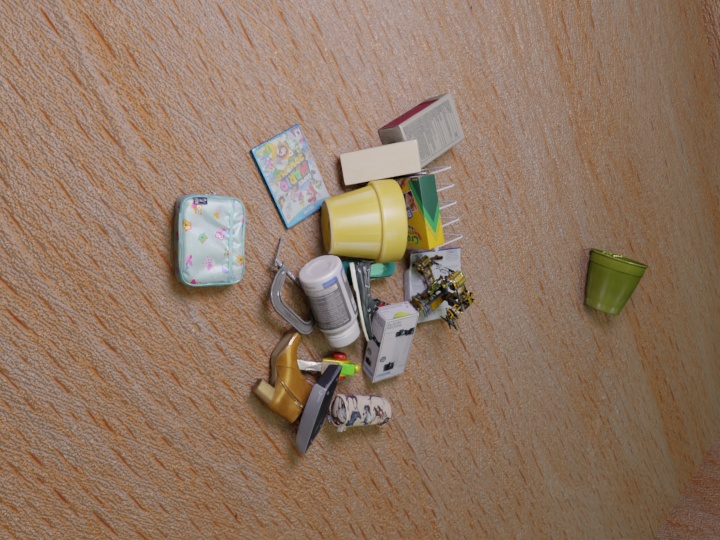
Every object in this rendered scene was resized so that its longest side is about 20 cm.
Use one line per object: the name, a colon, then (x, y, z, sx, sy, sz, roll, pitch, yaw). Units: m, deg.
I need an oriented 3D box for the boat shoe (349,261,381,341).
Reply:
boat shoe: (0.020, 0.075, 1.323, 0.063, 0.075, 0.208, -12, 96, -3)

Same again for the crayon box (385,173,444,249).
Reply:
crayon box: (0.125, -0.155, 1.366, 0.057, 0.198, 0.180, -16, 104, -27)

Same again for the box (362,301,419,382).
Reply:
box: (0.079, 0.192, 1.419, 0.113, 0.060, 0.207, -8, 123, -32)

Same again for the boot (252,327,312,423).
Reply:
boot: (-0.164, 0.257, 1.304, 0.143, 0.070, 0.205, 39, 74, -23)

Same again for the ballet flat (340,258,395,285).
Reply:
ballet flat: (0.000, 0.000, 1.386, 0.193, 0.065, 0.074, -1, 95, -29)

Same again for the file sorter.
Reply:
file sorter: (0.187, -0.174, 1.440, 0.121, 0.137, 0.208, -21, 107, -29)

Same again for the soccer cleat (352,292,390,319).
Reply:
soccer cleat: (0.019, 0.117, 1.414, 0.195, 0.068, 0.088, 18, 88, -35)

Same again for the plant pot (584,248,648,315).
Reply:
plant pot: (0.897, 0.046, 1.895, 0.194, 0.199, 0.200, 7, 105, -31)

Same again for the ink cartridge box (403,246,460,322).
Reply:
ink cartridge box: (0.212, 0.040, 1.538, 0.193, 0.040, 0.209, -6, 99, -31)

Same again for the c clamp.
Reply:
c clamp: (-0.158, 0.049, 1.285, 0.202, 0.026, 0.175, 53, 37, -35)

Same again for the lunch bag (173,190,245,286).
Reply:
lunch bag: (-0.329, -0.070, 1.164, 0.155, 0.076, 0.209, 0, 96, -31)

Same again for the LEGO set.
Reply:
LEGO set: (0.197, 0.063, 1.410, 0.115, 0.198, 0.157, -37, 133, -19)

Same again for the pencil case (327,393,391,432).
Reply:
pencil case: (0.003, 0.379, 1.406, 0.196, 0.076, 0.093, 15, 77, -46)

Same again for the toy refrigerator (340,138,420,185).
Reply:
toy refrigerator: (0.052, -0.272, 1.322, 0.192, 0.070, 0.079, -9, 104, 12)

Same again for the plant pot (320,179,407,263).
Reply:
plant pot: (0.001, -0.117, 1.309, 0.181, 0.200, 0.210, -5, 100, -14)

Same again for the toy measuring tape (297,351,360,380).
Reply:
toy measuring tape: (-0.094, 0.245, 1.374, 0.192, 0.074, 0.077, 7, 93, -9)

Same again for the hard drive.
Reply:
hard drive: (-0.106, 0.340, 1.310, 0.041, 0.135, 0.206, 23, 113, 9)

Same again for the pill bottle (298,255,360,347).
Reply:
pill bottle: (-0.070, 0.078, 1.289, 0.112, 0.113, 0.206, -32, 120, -24)

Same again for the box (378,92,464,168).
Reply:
box: (0.165, -0.367, 1.416, 0.197, 0.108, 0.131, -35, 113, -23)

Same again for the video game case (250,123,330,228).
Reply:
video game case: (-0.165, -0.228, 1.281, 0.141, 0.018, 0.205, -34, 113, -25)
